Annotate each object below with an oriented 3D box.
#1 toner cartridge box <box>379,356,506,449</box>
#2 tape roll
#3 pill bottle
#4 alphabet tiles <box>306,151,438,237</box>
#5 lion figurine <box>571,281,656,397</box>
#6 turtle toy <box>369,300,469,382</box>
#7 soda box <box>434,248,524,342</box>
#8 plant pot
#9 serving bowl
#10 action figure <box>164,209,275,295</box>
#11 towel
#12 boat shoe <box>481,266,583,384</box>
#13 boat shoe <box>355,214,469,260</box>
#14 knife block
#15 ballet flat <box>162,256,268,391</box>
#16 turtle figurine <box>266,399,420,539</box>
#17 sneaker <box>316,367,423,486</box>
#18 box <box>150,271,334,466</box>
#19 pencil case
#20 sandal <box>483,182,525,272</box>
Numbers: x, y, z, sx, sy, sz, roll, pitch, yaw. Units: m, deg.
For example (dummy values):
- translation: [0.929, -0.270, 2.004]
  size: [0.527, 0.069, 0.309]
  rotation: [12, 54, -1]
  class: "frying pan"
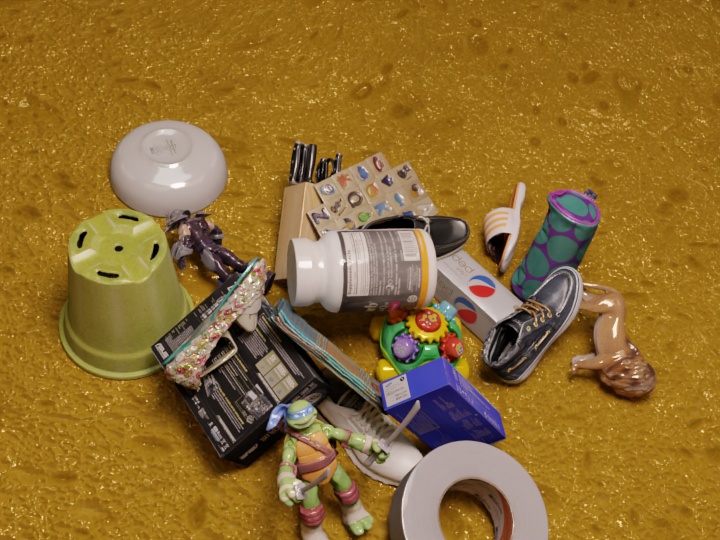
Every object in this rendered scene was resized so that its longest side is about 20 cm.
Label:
- translation: [0.113, 0.188, 1.161]
  size: [0.094, 0.200, 0.043]
  rotation: [-23, 51, 18]
  class: "toner cartridge box"
- translation: [0.139, 0.327, 1.130]
  size: [0.198, 0.066, 0.202]
  rotation: [6, 62, -12]
  class: "tape roll"
- translation: [0.000, 0.000, 1.236]
  size: [0.198, 0.117, 0.117]
  rotation: [-2, 53, -13]
  class: "pill bottle"
- translation: [0.021, -0.090, 1.375]
  size: [0.199, 0.006, 0.167]
  rotation: [-29, 82, -23]
  class: "alphabet tiles"
- translation: [0.378, 0.095, 1.331]
  size: [0.121, 0.072, 0.202]
  rotation: [-8, 91, 16]
  class: "lion figurine"
- translation: [0.095, 0.118, 1.284]
  size: [0.144, 0.101, 0.201]
  rotation: [0, 53, -10]
  class: "turtle toy"
- translation: [0.163, 0.026, 1.387]
  size: [0.063, 0.068, 0.200]
  rotation: [-34, 64, -29]
  class: "soda box"
- translation: [-0.335, 0.020, 1.235]
  size: [0.198, 0.185, 0.202]
  rotation: [4, 52, -5]
  class: "plant pot"
- translation: [-0.324, -0.186, 1.472]
  size: [0.198, 0.066, 0.202]
  rotation: [4, 52, -5]
  class: "serving bowl"
- translation: [-0.230, -0.025, 1.345]
  size: [0.200, 0.070, 0.130]
  rotation: [43, 33, 9]
  class: "action figure"
- translation: [-0.040, 0.113, 1.183]
  size: [0.200, 0.147, 0.022]
  rotation: [40, 92, -6]
  class: "towel"
- translation: [0.257, 0.072, 1.295]
  size: [0.071, 0.091, 0.201]
  rotation: [30, 86, 37]
  class: "boat shoe"
- translation: [0.084, -0.053, 1.342]
  size: [0.198, 0.068, 0.072]
  rotation: [-5, 71, -20]
  class: "boat shoe"
- translation: [-0.090, -0.102, 1.386]
  size: [0.200, 0.064, 0.176]
  rotation: [-42, 110, -32]
  class: "knife block"
- translation: [-0.176, 0.074, 1.148]
  size: [0.064, 0.076, 0.200]
  rotation: [41, 90, -5]
  class: "ballet flat"
- translation: [-0.030, 0.263, 1.077]
  size: [0.198, 0.196, 0.144]
  rotation: [3, 29, 26]
  class: "turtle figurine"
- translation: [0.009, 0.216, 1.209]
  size: [0.199, 0.081, 0.076]
  rotation: [37, 54, 17]
  class: "sneaker"
- translation: [-0.162, 0.134, 1.196]
  size: [0.164, 0.086, 0.200]
  rotation: [-41, 63, 0]
  class: "box"
- translation: [0.304, -0.035, 1.373]
  size: [0.084, 0.201, 0.093]
  rotation: [-16, 53, -28]
  class: "pencil case"
- translation: [0.237, -0.078, 1.482]
  size: [0.059, 0.080, 0.208]
  rotation: [15, 43, 4]
  class: "sandal"
